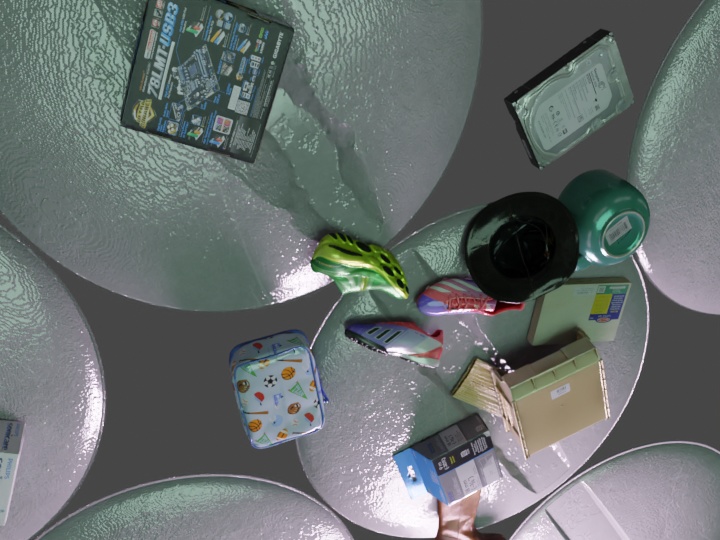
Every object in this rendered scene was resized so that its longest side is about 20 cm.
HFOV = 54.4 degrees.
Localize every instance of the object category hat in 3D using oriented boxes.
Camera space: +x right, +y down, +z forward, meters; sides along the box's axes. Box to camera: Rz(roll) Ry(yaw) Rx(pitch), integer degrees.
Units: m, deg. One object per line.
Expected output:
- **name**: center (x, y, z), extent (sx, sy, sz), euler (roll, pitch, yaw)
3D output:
- **hat**: center (0.283, -0.039, 1.231), extent (0.196, 0.081, 0.206), euler (-1, 86, 17)

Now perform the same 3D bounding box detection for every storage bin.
- **storage bin**: center (0.375, 0.239, 1.383), extent (0.196, 0.094, 0.201), euler (-23, 124, -4)

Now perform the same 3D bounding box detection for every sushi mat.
- **sushi mat**: center (0.279, 0.247, 1.422), extent (0.197, 0.012, 0.097), euler (26, 104, -29)

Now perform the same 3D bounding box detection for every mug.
- **mug**: center (0.432, -0.072, 1.250), extent (0.148, 0.115, 0.189), euler (0, 116, -19)

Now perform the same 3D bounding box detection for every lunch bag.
- **lunch bag**: center (-0.140, 0.209, 1.225), extent (0.157, 0.076, 0.204), euler (-16, 120, -13)

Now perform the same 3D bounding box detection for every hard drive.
- **hard drive**: center (0.349, -0.281, 1.161), extent (0.198, 0.038, 0.141), euler (-35, 122, 0)

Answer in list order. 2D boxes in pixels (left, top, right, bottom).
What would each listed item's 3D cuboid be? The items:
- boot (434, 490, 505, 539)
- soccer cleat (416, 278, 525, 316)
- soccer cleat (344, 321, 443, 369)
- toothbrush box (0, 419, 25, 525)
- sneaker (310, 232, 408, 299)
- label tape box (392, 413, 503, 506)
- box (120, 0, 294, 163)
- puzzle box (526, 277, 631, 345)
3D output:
- **boot**: center (0.249, 0.552, 1.556), extent (0.183, 0.069, 0.205), euler (-1, 110, -10)
- **soccer cleat**: center (0.200, 0.053, 1.258), extent (0.195, 0.077, 0.068), euler (-6, 119, -16)
- **soccer cleat**: center (0.063, 0.118, 1.261), extent (0.196, 0.068, 0.075), euler (19, 86, -22)
- **toothbrush box**: center (-0.644, 0.310, 1.095), extent (0.196, 0.086, 0.149), euler (12, 111, -23)
- **sneaker**: center (0.000, 0.000, 1.177), extent (0.197, 0.075, 0.083), euler (25, 131, -31)
- **label tape box**: center (0.183, 0.404, 1.441), extent (0.197, 0.063, 0.146), euler (-26, 121, -5)
- **box**: center (-0.212, -0.271, 0.966), extent (0.194, 0.050, 0.204), euler (12, 112, -23)
- **puzzle box**: center (0.431, 0.080, 1.382), extent (0.195, 0.026, 0.136), euler (-1, 116, -19)
